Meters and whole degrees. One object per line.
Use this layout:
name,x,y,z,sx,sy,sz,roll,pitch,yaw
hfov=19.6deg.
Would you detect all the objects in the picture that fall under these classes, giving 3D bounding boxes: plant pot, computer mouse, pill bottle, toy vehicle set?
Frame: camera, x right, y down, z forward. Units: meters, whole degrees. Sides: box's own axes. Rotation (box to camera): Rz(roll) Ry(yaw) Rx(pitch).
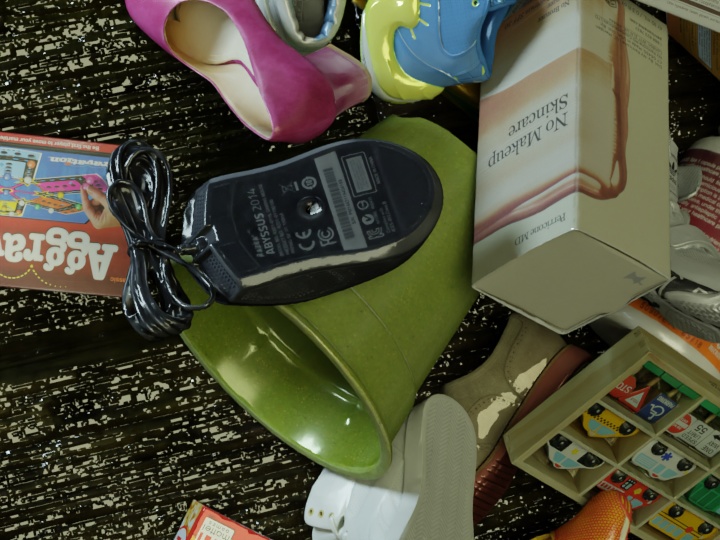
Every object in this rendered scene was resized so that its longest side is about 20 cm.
plant pot,0.000,0.000,1.375,0.200,0.200,0.190,47,67,-11
computer mouse,-0.049,-0.025,1.256,0.199,0.053,0.139,-10,60,-5
pill bottle,0.255,-0.021,1.467,0.114,0.114,0.200,37,82,-12
toy vehicle set,0.209,0.124,1.432,0.200,0.027,0.124,31,117,-36

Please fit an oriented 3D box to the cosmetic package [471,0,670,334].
cosmetic package,0.135,-0.076,1.337,0.087,0.103,0.200,26,51,-31

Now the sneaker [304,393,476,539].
sneaker,0.014,0.188,1.378,0.074,0.115,0.200,37,45,-27

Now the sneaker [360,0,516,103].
sneaker,0.052,-0.211,1.363,0.105,0.076,0.201,0,103,17

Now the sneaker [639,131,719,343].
sneaker,0.205,-0.029,1.377,0.075,0.200,0.115,40,76,-48

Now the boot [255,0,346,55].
boot,-0.033,-0.242,1.396,0.073,0.096,0.201,-1,91,-15

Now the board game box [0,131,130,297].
board game box,-0.240,-0.040,1.382,0.199,0.019,0.103,5,90,-15

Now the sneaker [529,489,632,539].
sneaker,0.109,0.222,1.424,0.077,0.073,0.200,39,103,-12

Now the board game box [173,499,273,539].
board game box,-0.089,0.279,1.411,0.151,0.046,0.200,28,84,-14

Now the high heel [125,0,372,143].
high heel,-0.095,-0.136,1.340,0.096,0.200,0.067,-31,144,-46

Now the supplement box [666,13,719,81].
supplement box,0.285,-0.152,1.431,0.066,0.200,0.069,-17,127,-15

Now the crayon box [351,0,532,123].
crayon box,0.100,-0.173,1.456,0.200,0.052,0.126,37,82,-13

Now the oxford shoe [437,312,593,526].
oxford shoe,0.076,0.120,1.456,0.075,0.070,0.200,38,85,19

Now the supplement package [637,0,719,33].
supplement package,0.178,-0.259,1.363,0.200,0.156,0.111,19,118,-15
